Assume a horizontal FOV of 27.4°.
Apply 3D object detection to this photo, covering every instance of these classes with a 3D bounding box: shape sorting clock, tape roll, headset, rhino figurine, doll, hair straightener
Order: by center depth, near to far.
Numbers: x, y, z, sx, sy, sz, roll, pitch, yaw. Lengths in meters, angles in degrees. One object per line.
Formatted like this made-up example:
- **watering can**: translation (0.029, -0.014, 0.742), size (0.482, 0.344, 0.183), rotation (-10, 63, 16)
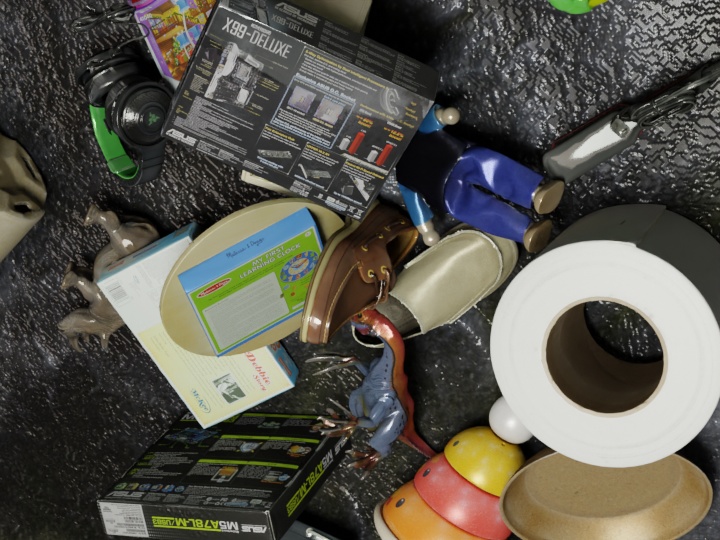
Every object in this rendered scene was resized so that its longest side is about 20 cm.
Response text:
- **hair straightener**: translation (0.241, -0.124, 1.257), size (0.200, 0.077, 0.041), rotation (-24, 101, 31)
- **tape roll**: translation (0.228, 0.054, 1.295), size (0.202, 0.139, 0.204), rotation (7, 109, 21)
- **doll**: translation (0.082, -0.082, 1.342), size (0.200, 0.048, 0.137), rotation (29, 123, 26)
- **shape sorting clock**: translation (-0.100, 0.007, 1.420), size (0.039, 0.199, 0.200), rotation (57, 129, 32)
- **headset**: translation (-0.238, -0.168, 1.422), size (0.124, 0.094, 0.200), rotation (49, 143, 33)
- **rhino figurine**: translation (-0.270, 0.016, 1.560), size (0.087, 0.060, 0.200), rotation (19, 124, -11)

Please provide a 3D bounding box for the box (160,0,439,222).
- **box**: translation (-0.054, -0.144, 1.275), size (0.199, 0.050, 0.158), rotation (23, 133, -10)

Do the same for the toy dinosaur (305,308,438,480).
- **toy dinosaur**: translation (0.019, 0.107, 1.431), size (0.105, 0.199, 0.182), rotation (59, 135, 32)

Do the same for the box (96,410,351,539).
- **box**: translation (-0.137, 0.208, 1.515), size (0.199, 0.193, 0.048), rotation (-1, 111, 24)

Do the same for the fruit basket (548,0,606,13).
- **fruit basket**: translation (0.191, -0.299, 1.149), size (0.215, 0.155, 0.217), rotation (4, 100, 22)

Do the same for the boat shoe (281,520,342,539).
- **boat shoe**: translation (-0.093, 0.276, 1.607), size (0.200, 0.076, 0.060), rotation (29, 84, 20)

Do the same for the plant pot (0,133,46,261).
- **plant pot**: translation (-0.434, -0.057, 1.542), size (0.183, 0.200, 0.201), rotation (-35, 96, 21)

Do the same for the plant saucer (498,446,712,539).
- **plant saucer**: translation (0.230, 0.206, 1.402), size (0.199, 0.036, 0.201), rotation (1, 139, 1)

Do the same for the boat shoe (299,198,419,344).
- **boat shoe**: translation (0.000, 0.000, 1.352), size (0.067, 0.200, 0.072), rotation (20, 129, 10)

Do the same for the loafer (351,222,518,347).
- **loafer**: translation (0.067, 0.022, 1.409), size (0.200, 0.068, 0.076), rotation (-38, 95, 33)

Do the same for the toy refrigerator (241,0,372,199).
- **toy refrigerator**: translation (-0.052, -0.159, 1.341), size (0.076, 0.070, 0.200), rotation (18, 136, 0)

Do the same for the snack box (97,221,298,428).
- **snack box**: translation (-0.164, 0.059, 1.515), size (0.116, 0.037, 0.200), rotation (-25, 113, 18)

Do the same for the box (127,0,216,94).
- **box**: translation (-0.117, -0.250, 1.382), size (0.199, 0.039, 0.137), rotation (-14, 108, 29)

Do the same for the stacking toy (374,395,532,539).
- **stacking toy**: translation (0.117, 0.204, 1.461), size (0.146, 0.146, 0.200), rotation (31, 103, 8)
